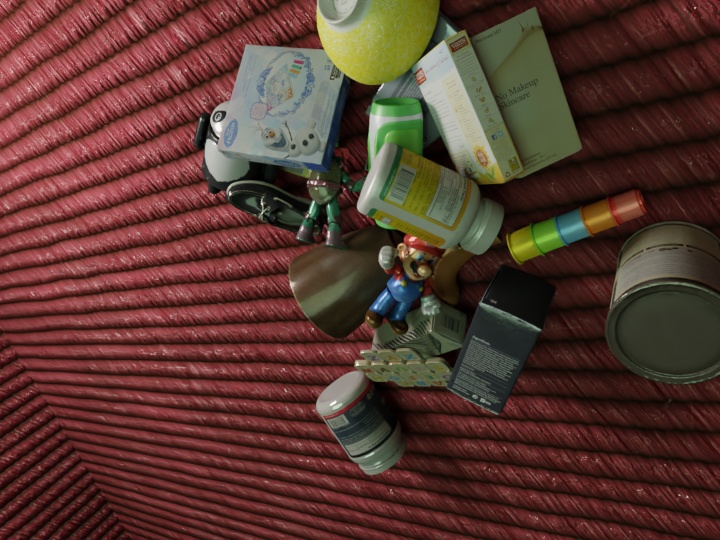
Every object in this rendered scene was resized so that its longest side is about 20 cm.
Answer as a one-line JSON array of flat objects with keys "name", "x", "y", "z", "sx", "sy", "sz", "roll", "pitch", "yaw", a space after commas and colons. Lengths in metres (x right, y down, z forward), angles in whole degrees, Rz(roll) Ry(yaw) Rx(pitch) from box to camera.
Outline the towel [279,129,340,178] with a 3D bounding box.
[{"name": "towel", "x": -0.103, "y": -0.269, "z": 0.955, "sx": 0.143, "sy": 0.023, "sz": 0.201, "roll": 25, "pitch": 126, "yaw": 19}]

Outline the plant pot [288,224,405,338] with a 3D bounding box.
[{"name": "plant pot", "x": 0.000, "y": 0.000, "z": 0.962, "sx": 0.200, "sy": 0.187, "sz": 0.187, "roll": -34, "pitch": 96, "yaw": 23}]

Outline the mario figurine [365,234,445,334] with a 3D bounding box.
[{"name": "mario figurine", "x": 0.081, "y": 0.023, "z": 0.844, "sx": 0.106, "sy": 0.123, "sz": 0.201, "roll": 40, "pitch": 119, "yaw": 29}]

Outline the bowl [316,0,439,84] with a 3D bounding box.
[{"name": "bowl", "x": 0.002, "y": -0.383, "z": 0.730, "sx": 0.200, "sy": 0.107, "sz": 0.201, "roll": 3, "pitch": 96, "yaw": 37}]

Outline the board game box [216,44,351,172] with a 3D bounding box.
[{"name": "board game box", "x": -0.127, "y": -0.280, "z": 0.864, "sx": 0.198, "sy": 0.043, "sz": 0.201, "roll": 12, "pitch": 83, "yaw": 16}]

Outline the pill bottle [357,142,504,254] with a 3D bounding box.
[{"name": "pill bottle", "x": 0.105, "y": -0.100, "z": 0.751, "sx": 0.199, "sy": 0.113, "sz": 0.113, "roll": 22, "pitch": 129, "yaw": -8}]

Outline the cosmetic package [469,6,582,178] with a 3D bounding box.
[{"name": "cosmetic package", "x": 0.222, "y": -0.243, "z": 0.713, "sx": 0.103, "sy": 0.073, "sz": 0.201, "roll": -26, "pitch": 105, "yaw": 2}]

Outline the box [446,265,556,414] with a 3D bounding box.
[{"name": "box", "x": 0.244, "y": 0.118, "z": 0.879, "sx": 0.104, "sy": 0.148, "sz": 0.201, "roll": 25, "pitch": 127, "yaw": 17}]

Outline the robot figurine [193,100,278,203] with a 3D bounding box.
[{"name": "robot figurine", "x": -0.244, "y": -0.232, "z": 0.994, "sx": 0.200, "sy": 0.150, "sz": 0.125, "roll": -64, "pitch": 35, "yaw": 38}]

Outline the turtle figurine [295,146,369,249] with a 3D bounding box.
[{"name": "turtle figurine", "x": -0.051, "y": -0.143, "z": 0.898, "sx": 0.149, "sy": 0.100, "sz": 0.201, "roll": 12, "pitch": 89, "yaw": 43}]

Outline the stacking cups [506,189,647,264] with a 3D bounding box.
[{"name": "stacking cups", "x": 0.327, "y": -0.071, "z": 0.780, "sx": 0.200, "sy": 0.061, "sz": 0.061, "roll": -26, "pitch": 101, "yaw": 37}]

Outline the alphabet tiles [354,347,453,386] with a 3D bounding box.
[{"name": "alphabet tiles", "x": 0.092, "y": 0.204, "z": 1.032, "sx": 0.199, "sy": 0.015, "sz": 0.196, "roll": -8, "pitch": 146, "yaw": 29}]

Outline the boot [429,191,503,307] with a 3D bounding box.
[{"name": "boot", "x": 0.178, "y": -0.032, "z": 0.886, "sx": 0.154, "sy": 0.074, "sz": 0.201, "roll": -15, "pitch": 109, "yaw": 33}]

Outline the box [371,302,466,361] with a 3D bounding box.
[{"name": "box", "x": 0.108, "y": 0.127, "z": 0.977, "sx": 0.082, "sy": 0.069, "sz": 0.200, "roll": 25, "pitch": 147, "yaw": -21}]

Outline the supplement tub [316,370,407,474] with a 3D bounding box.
[{"name": "supplement tub", "x": 0.004, "y": 0.346, "z": 1.157, "sx": 0.140, "sy": 0.140, "sz": 0.200, "roll": -26, "pitch": 100, "yaw": 38}]

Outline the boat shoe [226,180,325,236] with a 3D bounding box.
[{"name": "boat shoe", "x": -0.165, "y": -0.117, "z": 0.992, "sx": 0.199, "sy": 0.060, "sz": 0.074, "roll": 18, "pitch": 134, "yaw": -19}]

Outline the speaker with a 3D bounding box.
[{"name": "speaker", "x": 0.058, "y": -0.173, "z": 0.827, "sx": 0.088, "sy": 0.088, "sz": 0.201, "roll": 12, "pitch": 122, "yaw": 25}]

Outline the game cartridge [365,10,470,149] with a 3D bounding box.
[{"name": "game cartridge", "x": 0.108, "y": -0.288, "z": 0.808, "sx": 0.133, "sy": 0.040, "sz": 0.200, "roll": 46, "pitch": 130, "yaw": 6}]

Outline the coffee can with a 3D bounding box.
[{"name": "coffee can", "x": 0.423, "y": 0.035, "z": 0.689, "sx": 0.146, "sy": 0.200, "sz": 0.147, "roll": 15, "pitch": 123, "yaw": 24}]

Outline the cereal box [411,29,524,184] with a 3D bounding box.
[{"name": "cereal box", "x": 0.148, "y": -0.220, "z": 0.721, "sx": 0.039, "sy": 0.144, "sz": 0.201, "roll": -28, "pitch": 104, "yaw": -6}]
